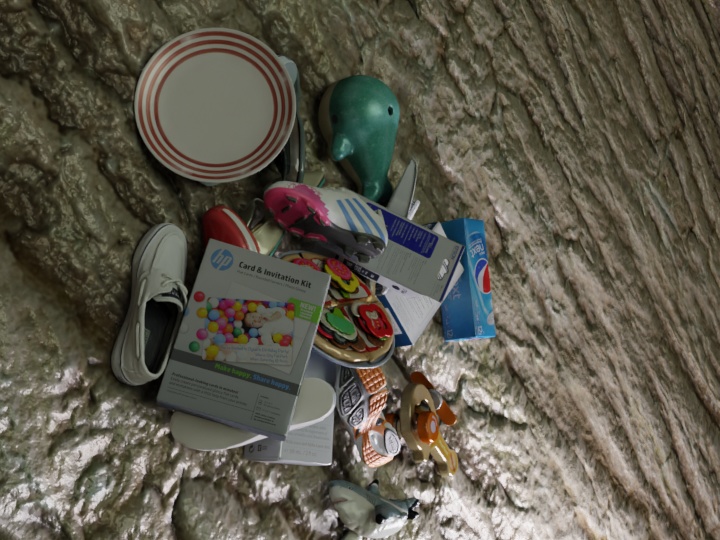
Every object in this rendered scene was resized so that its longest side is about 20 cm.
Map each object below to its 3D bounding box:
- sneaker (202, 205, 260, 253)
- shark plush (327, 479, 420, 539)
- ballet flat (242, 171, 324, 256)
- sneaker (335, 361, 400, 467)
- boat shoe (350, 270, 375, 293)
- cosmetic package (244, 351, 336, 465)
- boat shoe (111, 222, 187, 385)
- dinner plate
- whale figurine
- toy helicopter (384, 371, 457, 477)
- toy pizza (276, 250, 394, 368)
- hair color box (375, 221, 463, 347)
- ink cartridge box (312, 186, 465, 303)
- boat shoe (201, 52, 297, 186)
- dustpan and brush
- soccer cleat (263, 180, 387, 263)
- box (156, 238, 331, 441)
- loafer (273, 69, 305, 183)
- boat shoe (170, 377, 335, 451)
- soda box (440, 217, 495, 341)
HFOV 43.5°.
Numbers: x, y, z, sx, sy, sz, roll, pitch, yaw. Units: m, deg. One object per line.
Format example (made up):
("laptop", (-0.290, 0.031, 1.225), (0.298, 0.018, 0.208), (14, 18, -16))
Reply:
("sneaker", (-0.177, 0.023, 1.112), (0.115, 0.078, 0.202), (-19, 86, -42))
("shark plush", (0.035, 0.334, 1.301), (0.199, 0.091, 0.084), (2, 50, -45))
("ballet flat", (-0.113, -0.085, 1.223), (0.070, 0.069, 0.201), (53, 46, -27))
("sneaker", (-0.008, 0.179, 1.246), (0.075, 0.092, 0.202), (-25, 127, -18))
("boat shoe", (0.000, 0.000, 1.334), (0.076, 0.071, 0.202), (24, 63, -57))
("cosmetic package", (-0.089, 0.152, 1.189), (0.101, 0.074, 0.202), (18, 70, -47))
("boat shoe", (-0.230, 0.036, 1.053), (0.073, 0.065, 0.202), (26, 63, -43))
("dinner plate", (-0.179, -0.203, 1.120), (0.198, 0.024, 0.203), (1, 77, -5))
("whale figurine", (0.016, -0.195, 1.365), (0.159, 0.103, 0.202), (-26, 104, -50))
("toy helicopter", (0.110, 0.250, 1.416), (0.201, 0.078, 0.133), (59, 34, -37))
("toy pizza", (-0.031, 0.043, 1.189), (0.199, 0.032, 0.201), (29, 32, -20))
("hair color box", (0.082, 0.021, 1.426), (0.200, 0.060, 0.101), (-50, 119, -42))
("ink cartridge box", (0.040, -0.031, 1.283), (0.198, 0.039, 0.100), (26, 67, 1))
("boat shoe", (-0.172, -0.208, 1.181), (0.201, 0.090, 0.071), (-55, 156, -11))
("dustpan and brush", (0.053, -0.054, 1.364), (0.057, 0.140, 0.201), (25, 62, 4))
("soccer cleat", (-0.046, -0.080, 1.203), (0.199, 0.070, 0.087), (27, 46, -33))
("box", (-0.133, 0.080, 1.056), (0.154, 0.041, 0.202), (17, 70, -2))
("loafer", (-0.113, -0.196, 1.229), (0.062, 0.072, 0.202), (3, 58, -15))
("boat shoe", (-0.127, 0.173, 1.090), (0.069, 0.198, 0.073), (86, -14, -70))
("soda box", (0.176, 0.017, 1.532), (0.064, 0.067, 0.202), (3, 80, -49))
